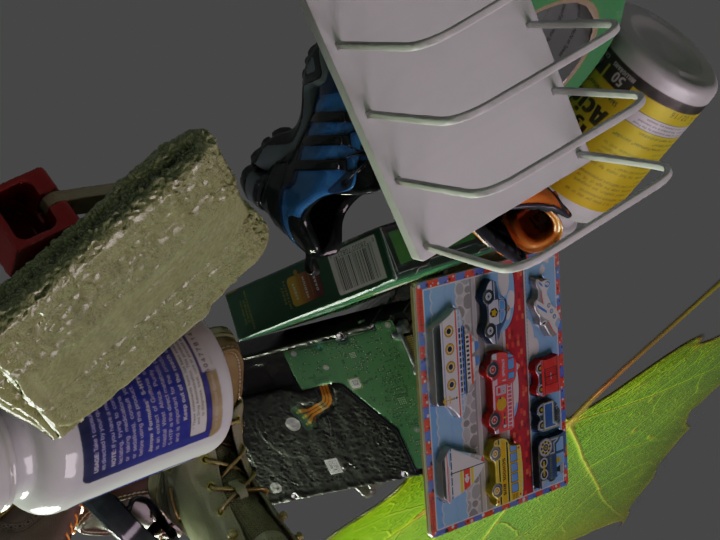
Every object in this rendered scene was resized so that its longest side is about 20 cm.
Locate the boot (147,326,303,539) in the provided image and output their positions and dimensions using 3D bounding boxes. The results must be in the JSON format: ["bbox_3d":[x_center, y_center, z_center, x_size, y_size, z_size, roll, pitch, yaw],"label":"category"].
[{"bbox_3d":[-0.098,0.156,1.126,0.072,0.155,0.200,-13,135,-31],"label":"boot"}]

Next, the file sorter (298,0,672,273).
[{"bbox_3d":[0.075,-0.118,0.868,0.139,0.200,0.124,-31,-161,-18],"label":"file sorter"}]

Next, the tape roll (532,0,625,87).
[{"bbox_3d":[0.100,-0.156,1.071,0.200,0.048,0.201,-31,156,-15],"label":"tape roll"}]

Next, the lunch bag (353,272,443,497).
[{"bbox_3d":[0.034,0.074,1.294,0.164,0.118,0.200,-50,-174,24],"label":"lunch bag"}]

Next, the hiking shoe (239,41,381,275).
[{"bbox_3d":[-0.002,-0.094,0.981,0.074,0.087,0.200,-16,149,-43],"label":"hiking shoe"}]

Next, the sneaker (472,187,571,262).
[{"bbox_3d":[0.107,-0.060,1.042,0.200,0.112,0.078,-18,153,-54],"label":"sneaker"}]

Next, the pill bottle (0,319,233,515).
[{"bbox_3d":[-0.199,0.100,1.015,0.200,0.120,0.120,-18,150,-41],"label":"pill bottle"}]

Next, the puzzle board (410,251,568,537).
[{"bbox_3d":[0.105,0.093,1.142,0.151,0.017,0.200,-14,106,-38],"label":"puzzle board"}]

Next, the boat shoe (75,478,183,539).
[{"bbox_3d":[-0.174,0.206,1.323,0.200,0.070,0.070,-8,147,-48],"label":"boat shoe"}]

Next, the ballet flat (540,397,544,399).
[{"bbox_3d":[0.139,0.079,1.282,0.067,0.057,0.200,-66,175,23],"label":"ballet flat"}]

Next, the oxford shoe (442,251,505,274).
[{"bbox_3d":[0.101,0.007,1.223,0.075,0.070,0.200,-66,157,-8],"label":"oxford shoe"}]

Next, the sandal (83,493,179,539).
[{"bbox_3d":[-0.171,0.209,1.186,0.043,0.076,0.200,-47,167,-14],"label":"sandal"}]

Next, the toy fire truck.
[{"bbox_3d":[-0.152,-0.019,0.950,0.200,0.049,0.141,-23,151,-35],"label":"toy fire truck"}]

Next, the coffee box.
[{"bbox_3d":[0.000,0.000,1.120,0.123,0.044,0.200,-17,176,-40],"label":"coffee box"}]

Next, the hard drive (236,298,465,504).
[{"bbox_3d":[-0.023,0.108,1.181,0.200,0.140,0.038,-16,-159,27],"label":"hard drive"}]

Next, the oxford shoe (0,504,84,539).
[{"bbox_3d":[-0.245,0.197,1.180,0.200,0.073,0.071,-40,158,-18],"label":"oxford shoe"}]

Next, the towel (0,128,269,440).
[{"bbox_3d":[-0.147,0.011,0.895,0.200,0.036,0.148,-43,153,-9],"label":"towel"}]

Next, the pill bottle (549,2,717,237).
[{"bbox_3d":[0.187,-0.109,1.206,0.111,0.111,0.200,-9,144,-50],"label":"pill bottle"}]
